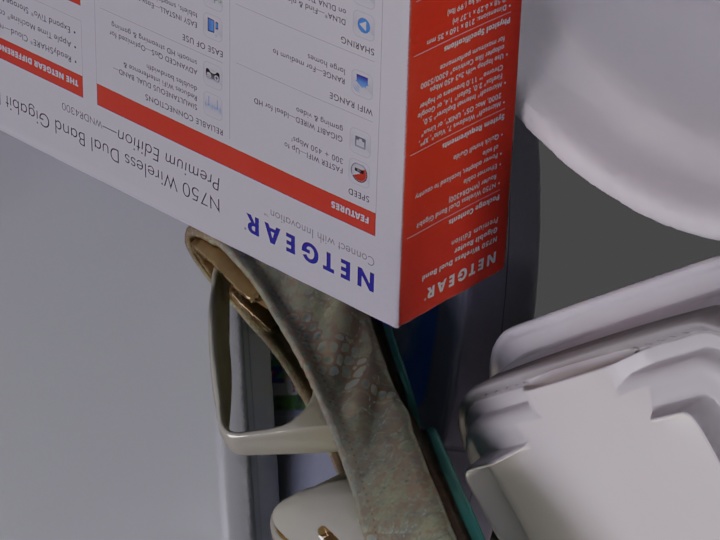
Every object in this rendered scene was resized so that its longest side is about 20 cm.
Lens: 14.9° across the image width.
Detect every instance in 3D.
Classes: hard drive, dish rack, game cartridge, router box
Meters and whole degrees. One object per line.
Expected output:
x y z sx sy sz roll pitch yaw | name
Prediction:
-0.091 0.019 0.902 0.132 0.026 0.200 -6 85 28 | hard drive
0.106 0.100 0.757 0.200 0.044 0.172 61 151 -4 | dish rack
0.000 0.000 0.890 0.133 0.040 0.200 -4 80 44 | game cartridge
-0.045 -0.104 0.782 0.200 0.049 0.180 27 129 34 | router box

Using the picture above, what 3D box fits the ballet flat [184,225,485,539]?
-0.005 0.057 0.806 0.068 0.062 0.200 78 173 -53 | ballet flat

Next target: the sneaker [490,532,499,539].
0.010 0.098 0.940 0.200 0.079 0.074 -30 135 33 | sneaker

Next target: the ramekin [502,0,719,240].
0.112 -0.116 0.724 0.200 0.098 0.201 24 128 36 | ramekin
